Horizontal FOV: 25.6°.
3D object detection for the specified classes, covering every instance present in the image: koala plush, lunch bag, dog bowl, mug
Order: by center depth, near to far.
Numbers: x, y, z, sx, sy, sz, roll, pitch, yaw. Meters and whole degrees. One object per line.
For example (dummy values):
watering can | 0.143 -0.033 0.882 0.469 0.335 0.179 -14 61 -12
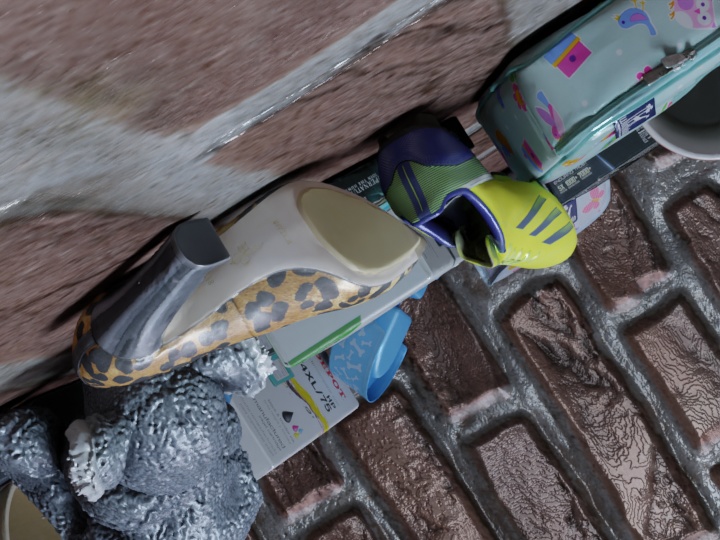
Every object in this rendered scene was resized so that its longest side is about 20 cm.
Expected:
lunch bag | 0.166 -0.128 1.024 0.160 0.077 0.200 -31 178 -9
koala plush | -0.138 0.110 1.070 0.177 0.184 0.200 -31 165 -25
mug | 0.313 -0.177 1.349 0.177 0.134 0.200 -31 -179 11
dog bowl | 0.029 0.024 1.506 0.201 0.049 0.111 -67 165 -4
lunch bag | 0.230 -0.083 2.087 0.169 0.127 0.200 -33 171 -23

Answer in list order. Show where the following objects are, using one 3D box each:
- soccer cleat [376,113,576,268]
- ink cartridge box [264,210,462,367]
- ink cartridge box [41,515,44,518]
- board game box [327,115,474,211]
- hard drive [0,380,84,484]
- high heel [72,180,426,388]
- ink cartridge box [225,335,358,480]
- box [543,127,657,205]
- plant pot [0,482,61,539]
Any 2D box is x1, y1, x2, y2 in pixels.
soccer cleat | 0.078 -0.027 0.991 0.065 0.084 0.200 -30 147 24
ink cartridge box | 0.000 0.000 1.346 0.146 0.083 0.200 -33 177 13
ink cartridge box | -0.206 0.199 1.619 0.173 0.044 0.200 -36 176 28
board game box | -0.023 -0.032 1.112 0.135 0.028 0.200 -31 177 -39
hard drive | -0.296 0.154 1.253 0.199 0.033 0.140 -33 177 15
high heel | -0.064 0.015 0.898 0.199 0.072 0.143 -5 151 -44
ink cartridge box | -0.127 0.126 1.472 0.146 0.147 0.200 -34 177 25
box | 0.274 -0.160 1.596 0.200 0.086 0.164 -34 177 23
plant pot | -0.428 0.352 1.873 0.183 0.202 0.200 -21 -179 20
